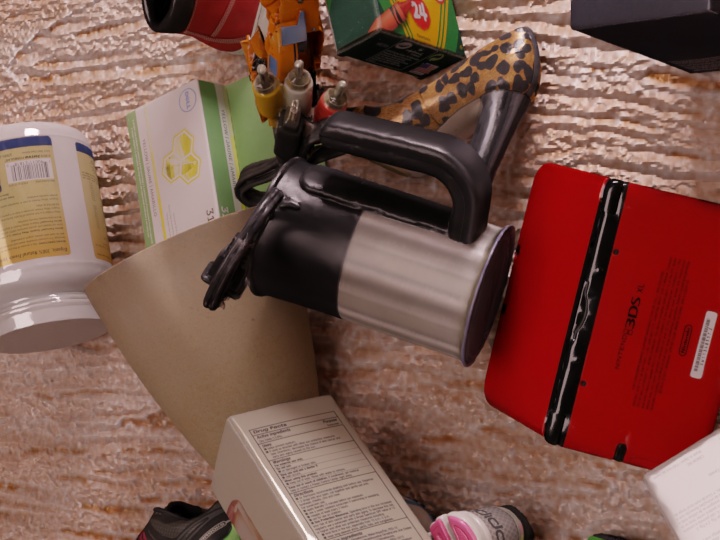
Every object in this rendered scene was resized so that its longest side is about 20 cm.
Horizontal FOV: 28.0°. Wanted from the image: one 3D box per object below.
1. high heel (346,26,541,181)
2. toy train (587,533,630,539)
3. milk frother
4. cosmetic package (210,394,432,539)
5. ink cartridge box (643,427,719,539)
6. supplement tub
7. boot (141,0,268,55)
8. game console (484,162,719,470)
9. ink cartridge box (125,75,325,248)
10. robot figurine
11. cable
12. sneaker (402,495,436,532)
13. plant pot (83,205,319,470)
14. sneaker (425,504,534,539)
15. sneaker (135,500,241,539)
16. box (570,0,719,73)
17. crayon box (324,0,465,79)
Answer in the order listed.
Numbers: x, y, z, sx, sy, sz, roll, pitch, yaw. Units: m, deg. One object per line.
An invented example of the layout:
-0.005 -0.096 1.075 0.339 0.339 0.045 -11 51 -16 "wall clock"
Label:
0.057 -0.149 1.196 0.199 0.071 0.143 23 90 38 "high heel"
0.245 0.236 1.034 0.199 0.042 0.057 11 83 37 "toy train"
0.000 0.000 1.090 0.187 0.201 0.181 18 140 15 "milk frother"
-0.025 0.201 1.115 0.200 0.103 0.088 54 140 38 "cosmetic package"
0.307 0.186 0.970 0.161 0.050 0.201 -35 69 19 "ink cartridge box"
-0.321 -0.030 1.419 0.144 0.144 0.201 -22 74 34 "supplement tub"
-0.132 -0.304 1.293 0.072 0.144 0.202 13 93 39 "boot"
0.195 0.033 1.099 0.171 0.119 0.201 14 97 6 "game console"
-0.127 -0.108 1.338 0.199 0.048 0.147 -20 75 37 "ink cartridge box"
-0.067 -0.203 1.211 0.200 0.058 0.146 96 162 -57 "robot figurine"
-0.052 -0.107 1.211 0.200 0.096 0.051 116 166 -66 "cable"
-0.022 0.212 1.220 0.199 0.072 0.072 9 91 36 "sneaker"
-0.114 0.072 1.251 0.187 0.187 0.201 -27 86 33 "plant pot"
0.083 0.254 1.138 0.074 0.087 0.201 51 139 35 "sneaker"
-0.176 0.262 1.344 0.199 0.077 0.084 -20 58 32 "sneaker"
0.232 -0.252 0.986 0.104 0.182 0.202 -1 86 37 "box"
0.013 -0.268 1.190 0.051 0.127 0.201 -22 74 33 "crayon box"
